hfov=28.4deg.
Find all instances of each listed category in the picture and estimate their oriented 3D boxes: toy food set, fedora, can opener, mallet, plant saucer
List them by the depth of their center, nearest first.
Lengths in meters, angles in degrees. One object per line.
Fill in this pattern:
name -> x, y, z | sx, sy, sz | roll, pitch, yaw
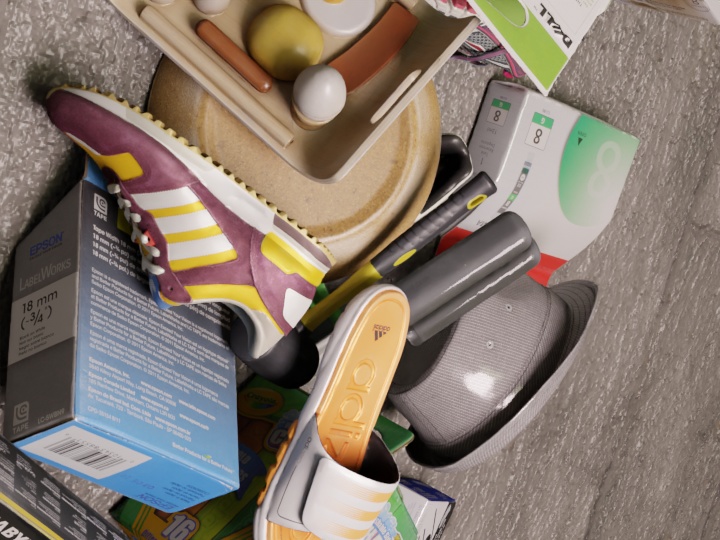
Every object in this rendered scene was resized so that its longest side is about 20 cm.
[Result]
toy food set -> -0.044, -0.167, 0.858 | 0.200, 0.060, 0.144 | 42, 73, -3
mallet -> 0.000, 0.000, 0.910 | 0.200, 0.041, 0.066 | -42, 146, 14
plant saucer -> -0.037, -0.090, 0.913 | 0.198, 0.035, 0.203 | -1, 94, -15
can opener -> 0.031, 0.016, 1.021 | 0.199, 0.067, 0.053 | -34, 144, 3
fedora -> 0.084, 0.054, 1.084 | 0.090, 0.176, 0.201 | 44, 63, -18

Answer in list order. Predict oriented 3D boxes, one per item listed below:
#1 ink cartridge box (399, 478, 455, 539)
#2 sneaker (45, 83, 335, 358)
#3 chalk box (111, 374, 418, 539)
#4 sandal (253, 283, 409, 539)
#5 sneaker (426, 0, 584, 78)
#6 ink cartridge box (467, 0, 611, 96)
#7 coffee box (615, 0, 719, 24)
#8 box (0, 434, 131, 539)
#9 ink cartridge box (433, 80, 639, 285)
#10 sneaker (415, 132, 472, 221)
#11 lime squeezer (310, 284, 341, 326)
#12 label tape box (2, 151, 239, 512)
ink cartridge box -> 0.008, 0.267, 1.148 | 0.202, 0.044, 0.094 | -65, 160, -1
sneaker -> -0.114, -0.029, 0.845 | 0.199, 0.075, 0.091 | 35, 88, -9
chalk box -> -0.050, 0.165, 1.014 | 0.200, 0.124, 0.125 | -45, 133, -23
sandal -> -0.006, 0.112, 0.899 | 0.079, 0.059, 0.209 | 11, 101, -45
sneaker -> 0.073, -0.187, 1.023 | 0.199, 0.074, 0.081 | 19, 52, -36
ink cartridge box -> 0.091, -0.210, 0.941 | 0.148, 0.075, 0.200 | 48, 48, -15
coffee box -> 0.209, -0.282, 1.082 | 0.200, 0.114, 0.080 | 37, 81, -44
box -> -0.230, 0.184, 0.841 | 0.158, 0.050, 0.200 | -24, 134, 13
ink cartridge box -> 0.138, -0.038, 1.164 | 0.160, 0.050, 0.202 | 13, 95, -46
sneaker -> -0.006, -0.053, 0.977 | 0.199, 0.087, 0.076 | -31, 102, -36
lime squeezer -> -0.007, -0.008, 1.028 | 0.038, 0.070, 0.201 | 56, 35, -22
label tape box -> -0.145, 0.032, 0.890 | 0.144, 0.063, 0.202 | 34, 42, -46
